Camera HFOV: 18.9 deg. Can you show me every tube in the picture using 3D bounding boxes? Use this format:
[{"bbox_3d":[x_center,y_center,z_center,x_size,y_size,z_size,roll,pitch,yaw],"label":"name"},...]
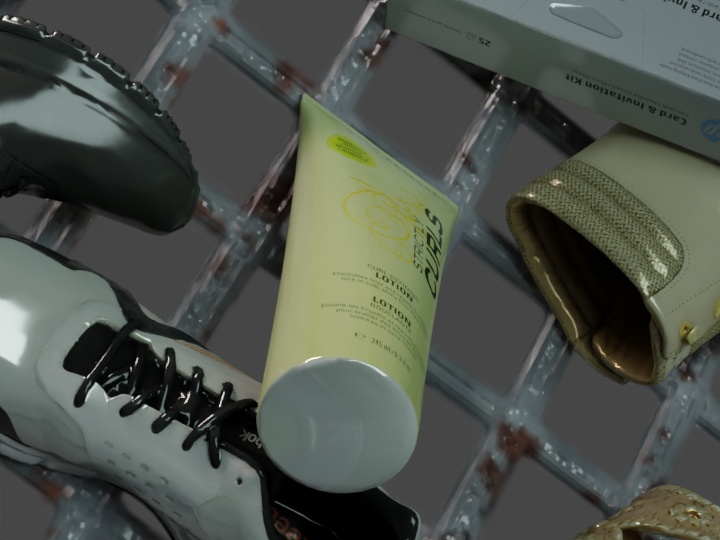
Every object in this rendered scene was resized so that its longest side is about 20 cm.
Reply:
[{"bbox_3d":[0.000,0.000,0.750,0.200,0.052,0.058,-80,160,-62],"label":"tube"}]

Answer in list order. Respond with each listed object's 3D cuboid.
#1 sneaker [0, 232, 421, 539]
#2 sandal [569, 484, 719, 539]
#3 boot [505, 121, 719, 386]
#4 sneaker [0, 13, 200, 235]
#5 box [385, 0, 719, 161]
[{"bbox_3d":[-0.061,0.048,0.724,0.200,0.080,0.074,36,62,-12],"label":"sneaker"},{"bbox_3d":[0.121,0.117,0.817,0.212,0.078,0.070,16,47,-30],"label":"sandal"},{"bbox_3d":[0.164,0.008,0.860,0.200,0.073,0.155,50,57,0],"label":"boot"},{"bbox_3d":[-0.151,-0.050,0.720,0.200,0.076,0.091,25,73,-12],"label":"sneaker"},{"bbox_3d":[0.122,-0.151,0.874,0.156,0.041,0.200,22,59,10],"label":"box"}]
